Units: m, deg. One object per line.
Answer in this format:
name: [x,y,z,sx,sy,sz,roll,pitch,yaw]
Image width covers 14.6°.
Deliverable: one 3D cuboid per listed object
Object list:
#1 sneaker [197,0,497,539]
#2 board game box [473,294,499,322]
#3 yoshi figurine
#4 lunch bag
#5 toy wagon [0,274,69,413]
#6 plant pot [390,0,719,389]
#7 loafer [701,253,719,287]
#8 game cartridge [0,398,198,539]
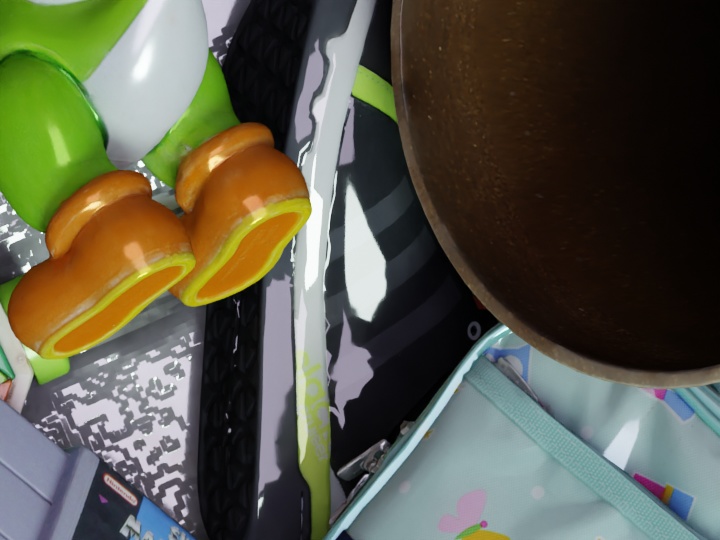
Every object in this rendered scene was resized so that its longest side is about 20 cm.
sneaker: [0.000,0.000,0.849,0.082,0.072,0.201,3,98,-23]
board game box: [0.103,-0.057,0.881,0.095,0.030,0.201,17,92,-12]
yoshi figurine: [-0.107,-0.071,0.797,0.112,0.112,0.201,-30,80,-4]
lunch bag: [0.078,0.110,0.773,0.200,0.077,0.161,38,92,21]
toy wagon: [-0.184,-0.002,0.820,0.155,0.040,0.201,-26,98,-9]
plant pot: [0.142,-0.063,0.787,0.199,0.186,0.188,1,93,-47]
loafer: [0.179,0.026,0.876,0.199,0.072,0.063,3,114,-23]
game cartridge: [-0.056,0.138,0.798,0.200,0.038,0.130,43,43,-24]
